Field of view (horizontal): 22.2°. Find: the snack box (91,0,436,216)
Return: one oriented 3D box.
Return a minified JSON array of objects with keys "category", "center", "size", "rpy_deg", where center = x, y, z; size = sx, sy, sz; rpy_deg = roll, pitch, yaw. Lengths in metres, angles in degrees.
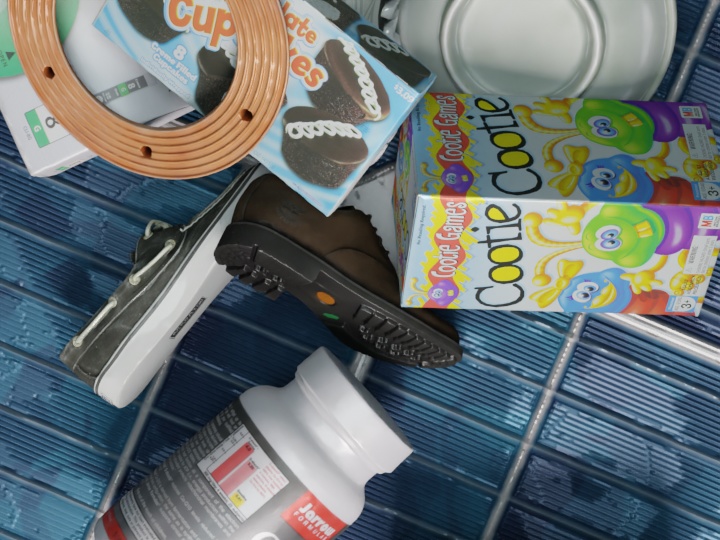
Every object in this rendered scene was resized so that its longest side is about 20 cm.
[{"category":"snack box","center":[-0.063,-0.141,1.174],"size":[0.200,0.037,0.116],"rpy_deg":[39,125,1]}]

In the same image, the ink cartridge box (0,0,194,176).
[{"category":"ink cartridge box","center":[-0.161,-0.175,1.235],"size":[0.200,0.050,0.161],"rpy_deg":[-24,90,9]}]

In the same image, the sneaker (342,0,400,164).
[{"category":"sneaker","center":[-0.012,-0.157,1.218],"size":[0.081,0.075,0.200],"rpy_deg":[-18,128,-33]}]

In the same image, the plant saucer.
[{"category":"plant saucer","center":[0.109,-0.159,1.220],"size":[0.200,0.050,0.200],"rpy_deg":[4,118,7]}]

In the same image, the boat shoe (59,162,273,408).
[{"category":"boat shoe","center":[-0.128,-0.003,1.256],"size":[0.064,0.071,0.200],"rpy_deg":[38,85,11]}]

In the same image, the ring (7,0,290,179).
[{"category":"ring","center":[-0.134,-0.153,1.166],"size":[0.200,0.019,0.201],"rpy_deg":[11,120,19]}]

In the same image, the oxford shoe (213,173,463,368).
[{"category":"oxford shoe","center":[0.000,0.000,1.235],"size":[0.200,0.073,0.084],"rpy_deg":[36,58,-30]}]

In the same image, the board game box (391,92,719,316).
[{"category":"board game box","center":[0.127,-0.044,1.205],"size":[0.200,0.103,0.105],"rpy_deg":[1,46,-5]}]

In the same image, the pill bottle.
[{"category":"pill bottle","center":[-0.070,0.150,1.235],"size":[0.200,0.116,0.116],"rpy_deg":[-41,89,2]}]
